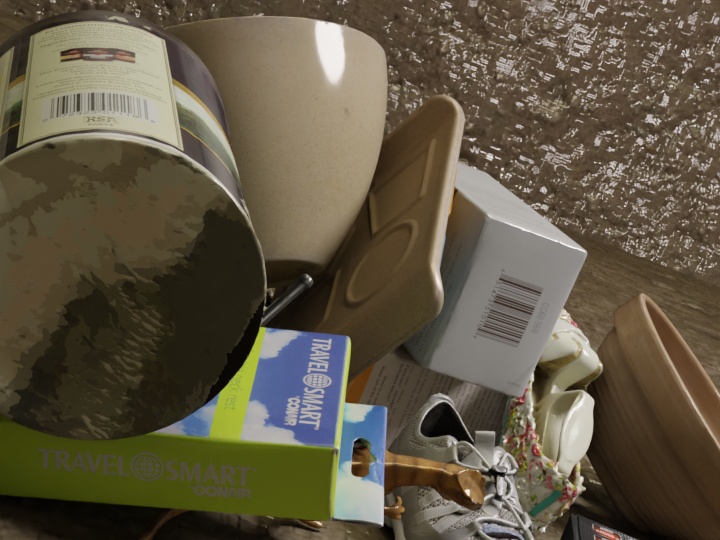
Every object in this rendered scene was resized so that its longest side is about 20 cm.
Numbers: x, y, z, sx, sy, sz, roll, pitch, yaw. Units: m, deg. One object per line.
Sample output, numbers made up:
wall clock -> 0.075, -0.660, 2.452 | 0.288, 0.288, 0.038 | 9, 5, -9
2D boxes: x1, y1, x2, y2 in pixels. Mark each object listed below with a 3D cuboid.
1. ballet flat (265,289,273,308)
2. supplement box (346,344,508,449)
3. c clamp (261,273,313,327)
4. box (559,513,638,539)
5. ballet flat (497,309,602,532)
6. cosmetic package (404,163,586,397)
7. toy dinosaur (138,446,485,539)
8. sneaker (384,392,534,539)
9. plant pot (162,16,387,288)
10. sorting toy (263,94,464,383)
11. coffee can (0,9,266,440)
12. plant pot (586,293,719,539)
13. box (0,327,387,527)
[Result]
ballet flat -> -0.112, 0.023, 1.118 | 0.075, 0.068, 0.200 | 41, 13, 15
supplement box -> 0.039, 0.083, 1.065 | 0.199, 0.074, 0.126 | 15, 13, -34
c clamp -> -0.156, 0.013, 0.841 | 0.200, 0.171, 0.027 | 35, -24, 20
box -> 0.203, 0.214, 0.807 | 0.199, 0.044, 0.160 | 22, 10, 3
ballet flat -> 0.136, 0.088, 1.001 | 0.076, 0.064, 0.201 | 34, 45, -25
cosmetic package -> 0.067, -0.006, 1.020 | 0.081, 0.113, 0.200 | 19, 11, -22
toy dinosaur -> -0.034, 0.110, 0.768 | 0.199, 0.061, 0.106 | -5, -7, -18
sneaker -> 0.058, 0.131, 0.828 | 0.074, 0.082, 0.200 | 16, 11, -27
plant pot -> -0.075, -0.061, 0.928 | 0.199, 0.135, 0.200 | -7, -11, -1
sorting toy -> 0.000, 0.000, 0.945 | 0.036, 0.185, 0.200 | 35, 36, -23
coffee can -> -0.129, -0.030, 0.716 | 0.146, 0.147, 0.200 | 18, 20, -18
plant pot -> 0.220, 0.125, 1.063 | 0.201, 0.093, 0.201 | 52, 14, -20
box -> -0.085, 0.071, 0.737 | 0.199, 0.048, 0.122 | 5, 24, 0
